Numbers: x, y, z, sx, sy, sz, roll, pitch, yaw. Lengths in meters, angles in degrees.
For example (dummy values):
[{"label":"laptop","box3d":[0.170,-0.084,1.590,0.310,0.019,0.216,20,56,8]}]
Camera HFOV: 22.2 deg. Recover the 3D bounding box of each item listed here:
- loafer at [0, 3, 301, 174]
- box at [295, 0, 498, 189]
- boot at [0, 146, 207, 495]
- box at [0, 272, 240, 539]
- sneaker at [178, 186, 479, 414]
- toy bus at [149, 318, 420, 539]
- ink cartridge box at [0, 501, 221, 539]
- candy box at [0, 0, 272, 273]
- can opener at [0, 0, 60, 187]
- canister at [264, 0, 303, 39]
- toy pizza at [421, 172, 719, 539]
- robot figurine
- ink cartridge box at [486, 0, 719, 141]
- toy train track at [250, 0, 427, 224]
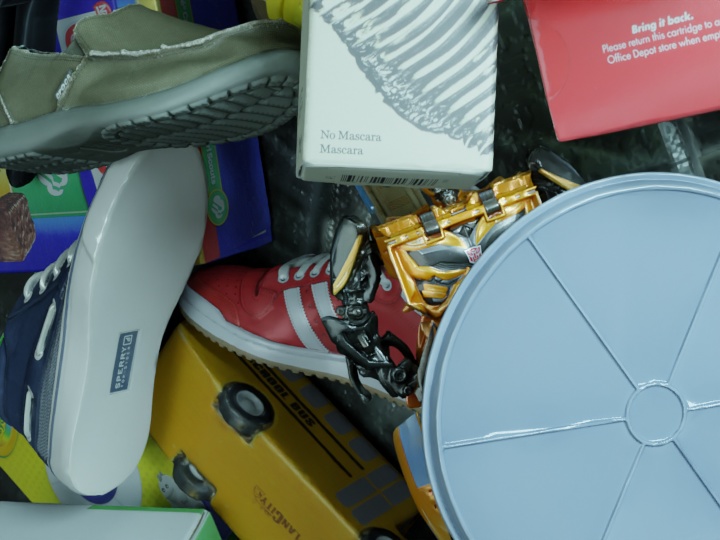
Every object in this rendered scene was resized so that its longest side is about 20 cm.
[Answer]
[{"label":"loafer","box3d":[-0.105,-0.092,0.844,0.198,0.075,0.070,-8,82,36]},{"label":"box","box3d":[0.017,-0.137,0.751,0.081,0.068,0.202,1,87,-3]},{"label":"boot","box3d":[-0.145,0.010,0.956,0.090,0.072,0.202,31,111,39]},{"label":"box","box3d":[-0.148,0.102,1.063,0.200,0.048,0.118,46,127,16]},{"label":"sneaker","box3d":[0.000,0.000,0.945,0.198,0.071,0.114,16,112,20]},{"label":"toy bus","box3d":[-0.035,0.113,0.985,0.200,0.078,0.065,45,121,14]},{"label":"ink cartridge box","box3d":[-0.127,0.231,1.015,0.145,0.084,0.201,-3,125,27]},{"label":"candy box","box3d":[-0.159,-0.087,1.016,0.198,0.077,0.171,-2,102,30]},{"label":"can opener","box3d":[-0.178,-0.133,0.933,0.063,0.078,0.201,38,134,24]},{"label":"canister","box3d":[-0.047,-0.199,0.885,0.200,0.148,0.087,40,118,19]},{"label":"toy pizza","box3d":[0.122,0.059,0.782,0.198,0.032,0.203,-1,95,-9]},{"label":"robot figurine","box3d":[0.067,0.045,0.820,0.144,0.058,0.202,-20,98,-3]},{"label":"ink cartridge box","box3d":[0.146,-0.103,0.758,0.115,0.200,0.068,-11,96,32]},{"label":"toy train track","box3d":[-0.005,-0.068,0.913,0.033,0.114,0.201,76,167,-53]}]
